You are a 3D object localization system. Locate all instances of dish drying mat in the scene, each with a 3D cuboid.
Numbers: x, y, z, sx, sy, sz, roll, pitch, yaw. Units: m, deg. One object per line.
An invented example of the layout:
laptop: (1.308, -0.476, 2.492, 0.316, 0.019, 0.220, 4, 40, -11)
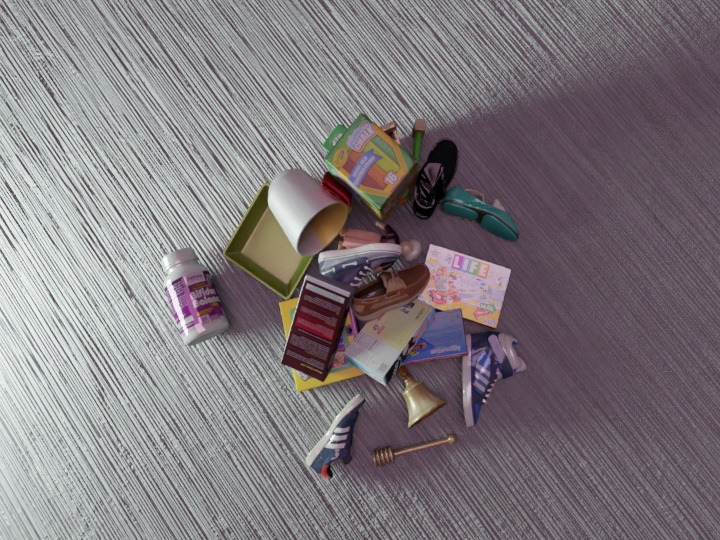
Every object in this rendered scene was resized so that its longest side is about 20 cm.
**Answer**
dish drying mat: (-0.052, -0.182, 1.159, 0.075, 0.201, 0.018, 33, 103, -10)

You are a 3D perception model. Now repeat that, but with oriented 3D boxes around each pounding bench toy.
pounding bench toy: (0.082, -0.238, 1.209, 0.193, 0.124, 0.162, -21, 82, 2)

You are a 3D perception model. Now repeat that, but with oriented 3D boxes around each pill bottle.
pill bottle: (-0.388, 0.058, 1.222, 0.109, 0.112, 0.206, -24, 83, 1)

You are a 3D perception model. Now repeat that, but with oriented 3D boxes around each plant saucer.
plant saucer: (-0.195, -0.069, 1.252, 0.196, 0.048, 0.204, 32, 87, 7)

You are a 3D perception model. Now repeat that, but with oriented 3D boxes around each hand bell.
hand bell: (0.100, 0.235, 1.190, 0.102, 0.104, 0.204, -32, 69, 1)

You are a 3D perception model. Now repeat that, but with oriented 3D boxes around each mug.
mug: (-0.120, -0.137, 1.174, 0.153, 0.185, 0.150, 45, 101, 21)

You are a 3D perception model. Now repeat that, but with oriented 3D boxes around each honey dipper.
honey dipper: (0.122, 0.397, 1.183, 0.192, 0.038, 0.039, -16, 83, 0)

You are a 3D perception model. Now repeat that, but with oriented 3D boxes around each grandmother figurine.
grandmother figurine: (0.046, -0.054, 1.227, 0.191, 0.061, 0.127, 6, 93, 8)

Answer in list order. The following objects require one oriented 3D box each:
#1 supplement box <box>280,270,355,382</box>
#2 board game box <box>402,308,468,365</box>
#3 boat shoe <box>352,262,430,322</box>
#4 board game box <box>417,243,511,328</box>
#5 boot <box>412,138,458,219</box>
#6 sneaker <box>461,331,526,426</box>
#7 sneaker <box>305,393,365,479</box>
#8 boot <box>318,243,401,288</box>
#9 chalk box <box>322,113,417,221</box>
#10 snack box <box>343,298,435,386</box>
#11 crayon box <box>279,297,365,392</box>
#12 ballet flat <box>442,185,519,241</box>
supplement box: (-0.091, 0.119, 1.134, 0.105, 0.061, 0.207, 20, 101, 8)
board game box: (0.136, 0.151, 1.173, 0.192, 0.020, 0.107, -11, 59, 13)
boat shoe: (0.068, 0.038, 1.164, 0.196, 0.073, 0.076, -32, 42, -9)
board game box: (0.233, 0.036, 1.212, 0.193, 0.034, 0.140, 17, 85, 6)
boot: (0.173, -0.220, 1.177, 0.074, 0.168, 0.206, 23, 86, 4)
sneaker: (0.295, 0.238, 1.161, 0.140, 0.081, 0.209, 0, 78, 9)
sneaker: (-0.036, 0.374, 1.181, 0.084, 0.075, 0.203, 37, 98, 9)
boot: (0.000, 0.000, 1.169, 0.192, 0.073, 0.094, -8, 74, 18)
chalk box: (0.008, -0.223, 1.088, 0.198, 0.124, 0.126, 40, 88, 7)
snack box: (0.065, 0.139, 1.154, 0.114, 0.038, 0.201, 23, 60, 33)
crayon box: (-0.083, 0.155, 1.214, 0.166, 0.058, 0.208, -14, 82, 4)
ballet flat: (0.284, -0.141, 1.214, 0.194, 0.068, 0.072, 26, 72, 5)
